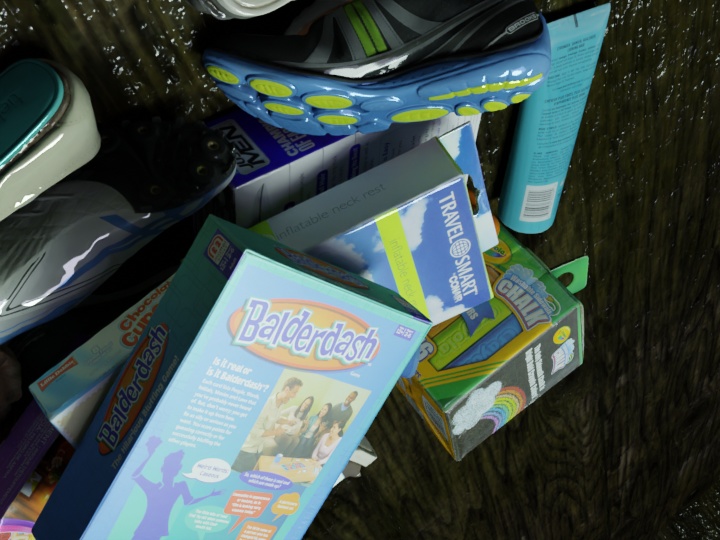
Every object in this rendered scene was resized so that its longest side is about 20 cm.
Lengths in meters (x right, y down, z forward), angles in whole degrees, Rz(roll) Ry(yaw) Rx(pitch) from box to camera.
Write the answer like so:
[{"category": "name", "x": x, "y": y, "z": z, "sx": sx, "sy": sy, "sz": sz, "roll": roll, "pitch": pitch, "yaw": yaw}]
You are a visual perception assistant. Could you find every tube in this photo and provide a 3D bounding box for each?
[{"category": "tube", "x": 0.153, "y": -0.120, "z": 0.918, "sx": 0.077, "sy": 0.050, "sz": 0.201, "roll": -28, "pitch": 144, "yaw": -31}]

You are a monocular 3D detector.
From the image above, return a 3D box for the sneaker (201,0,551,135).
[{"category": "sneaker", "x": 0.009, "y": -0.129, "z": 0.653, "sx": 0.198, "sy": 0.083, "sz": 0.071, "roll": -6, "pitch": 163, "yaw": 4}]

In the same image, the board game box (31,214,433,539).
[{"category": "board game box", "x": -0.067, "y": 0.085, "z": 0.627, "sx": 0.152, "sy": 0.045, "sz": 0.201, "roll": 23, "pitch": 102, "yaw": -44}]

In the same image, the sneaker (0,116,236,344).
[{"category": "sneaker", "x": -0.159, "y": -0.021, "z": 0.643, "sx": 0.199, "sy": 0.072, "sz": 0.073, "roll": -32, "pitch": 157, "yaw": -13}]

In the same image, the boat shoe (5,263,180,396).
[{"category": "boat shoe", "x": -0.141, "y": 0.045, "z": 0.760, "sx": 0.199, "sy": 0.062, "sz": 0.073, "roll": -14, "pitch": 141, "yaw": -41}]

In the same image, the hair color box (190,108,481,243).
[{"category": "hair color box", "x": -0.015, "y": -0.073, "z": 0.752, "sx": 0.199, "sy": 0.065, "sz": 0.110, "roll": -28, "pitch": 149, "yaw": -25}]

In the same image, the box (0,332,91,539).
[{"category": "box", "x": -0.150, "y": 0.150, "z": 0.714, "sx": 0.137, "sy": 0.039, "sz": 0.200, "roll": -58, "pitch": 142, "yaw": -19}]

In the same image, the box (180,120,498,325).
[{"category": "box", "x": 0.000, "y": 0.000, "z": 0.718, "sx": 0.199, "sy": 0.048, "sz": 0.122, "roll": -26, "pitch": 137, "yaw": -5}]

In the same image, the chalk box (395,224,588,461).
[{"category": "chalk box", "x": 0.122, "y": 0.049, "z": 1.028, "sx": 0.199, "sy": 0.124, "sz": 0.125, "roll": -37, "pitch": 150, "yaw": -11}]

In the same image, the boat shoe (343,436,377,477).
[{"category": "boat shoe", "x": -0.054, "y": 0.121, "z": 0.854, "sx": 0.059, "sy": 0.072, "sz": 0.200, "roll": -39, "pitch": 148, "yaw": 5}]

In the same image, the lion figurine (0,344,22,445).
[{"category": "lion figurine", "x": -0.226, "y": 0.137, "z": 0.702, "sx": 0.122, "sy": 0.072, "sz": 0.201, "roll": -38, "pitch": 129, "yaw": -13}]

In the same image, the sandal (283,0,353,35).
[{"category": "sandal", "x": 0.046, "y": -0.160, "z": 0.712, "sx": 0.206, "sy": 0.059, "sz": 0.079, "roll": -33, "pitch": 150, "yaw": -16}]

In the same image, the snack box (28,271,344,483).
[{"category": "snack box", "x": -0.095, "y": 0.100, "z": 0.675, "sx": 0.116, "sy": 0.037, "sz": 0.201, "roll": -38, "pitch": 135, "yaw": -12}]

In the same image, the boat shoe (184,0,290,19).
[{"category": "boat shoe", "x": -0.013, "y": -0.191, "z": 0.618, "sx": 0.199, "sy": 0.057, "sz": 0.067, "roll": -30, "pitch": 114, "yaw": -27}]

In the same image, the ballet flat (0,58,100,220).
[{"category": "ballet flat", "x": -0.216, "y": -0.028, "z": 0.573, "sx": 0.199, "sy": 0.070, "sz": 0.070, "roll": -37, "pitch": 151, "yaw": -8}]

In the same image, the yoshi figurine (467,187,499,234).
[{"category": "yoshi figurine", "x": 0.022, "y": -0.023, "z": 0.866, "sx": 0.111, "sy": 0.113, "sz": 0.200, "roll": -10, "pitch": -177, "yaw": 29}]

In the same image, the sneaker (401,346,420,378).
[{"category": "sneaker", "x": -0.014, "y": 0.064, "z": 0.913, "sx": 0.077, "sy": 0.071, "sz": 0.200, "roll": 9, "pitch": 164, "yaw": -13}]
